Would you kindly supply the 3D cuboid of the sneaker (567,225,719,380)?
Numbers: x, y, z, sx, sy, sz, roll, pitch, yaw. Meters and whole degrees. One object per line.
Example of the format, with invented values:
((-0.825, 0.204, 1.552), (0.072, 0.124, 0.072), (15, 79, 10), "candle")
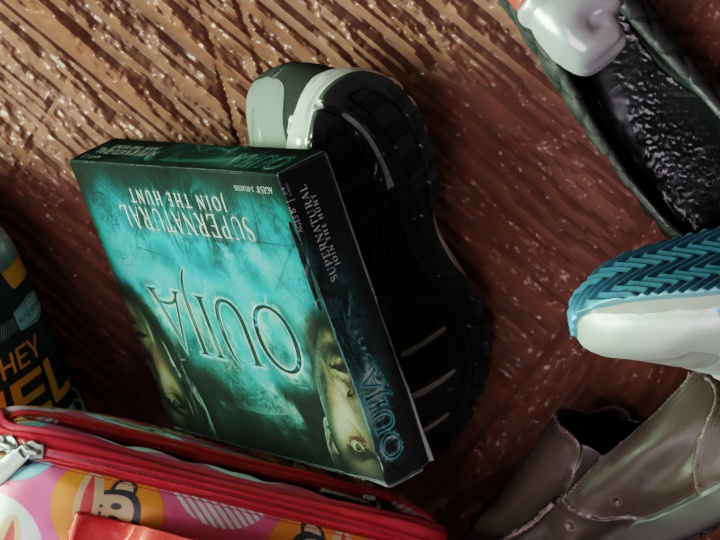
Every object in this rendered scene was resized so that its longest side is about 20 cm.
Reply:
((0.177, 0.028, 1.013), (0.198, 0.077, 0.081), (1, 109, 7), "sneaker")

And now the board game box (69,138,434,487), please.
((-0.049, 0.013, 1.121), (0.200, 0.028, 0.136), (7, 120, 61), "board game box")

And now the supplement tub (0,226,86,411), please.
((-0.192, 0.060, 1.220), (0.122, 0.123, 0.201), (-14, 107, 31), "supplement tub")

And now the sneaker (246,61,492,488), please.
((0.000, 0.000, 1.136), (0.079, 0.074, 0.201), (25, 135, 51), "sneaker")

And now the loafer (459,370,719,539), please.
((0.099, 0.090, 1.128), (0.199, 0.073, 0.071), (-30, 88, 29), "loafer")

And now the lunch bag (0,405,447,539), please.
((-0.069, 0.112, 1.102), (0.199, 0.176, 0.083), (15, 87, -9), "lunch bag")

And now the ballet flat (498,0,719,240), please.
((0.113, -0.057, 1.049), (0.066, 0.057, 0.200), (-37, 97, 32), "ballet flat")

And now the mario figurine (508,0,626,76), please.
((0.070, -0.142, 0.974), (0.199, 0.106, 0.124), (10, 118, 48), "mario figurine")
